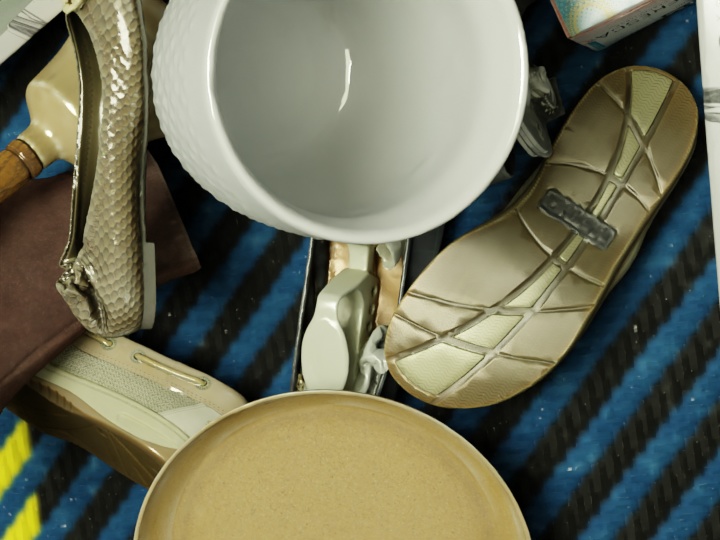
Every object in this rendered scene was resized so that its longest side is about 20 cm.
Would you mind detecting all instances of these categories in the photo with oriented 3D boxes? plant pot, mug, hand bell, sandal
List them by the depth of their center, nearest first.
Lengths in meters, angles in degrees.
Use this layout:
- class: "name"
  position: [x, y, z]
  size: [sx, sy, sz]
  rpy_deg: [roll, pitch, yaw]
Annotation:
- class: "mug"
  position: [-0.009, -0.112, 1.028]
  size: [0.148, 0.175, 0.200]
  rpy_deg: [36, 83, -18]
- class: "sandal"
  position: [0.094, -0.012, 1.097]
  size: [0.080, 0.054, 0.200]
  rpy_deg: [38, 88, 9]
- class: "hand bell"
  position: [-0.172, -0.050, 1.107]
  size: [0.104, 0.104, 0.200]
  rpy_deg: [42, 67, 14]
- class: "plant pot"
  position: [-0.013, 0.145, 1.111]
  size: [0.199, 0.027, 0.201]
  rpy_deg: [2, 112, 4]

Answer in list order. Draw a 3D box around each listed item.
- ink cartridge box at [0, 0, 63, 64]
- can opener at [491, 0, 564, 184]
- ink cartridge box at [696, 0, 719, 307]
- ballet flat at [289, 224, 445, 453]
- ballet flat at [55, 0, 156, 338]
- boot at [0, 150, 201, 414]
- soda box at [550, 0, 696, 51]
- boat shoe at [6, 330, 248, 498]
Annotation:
- class: "ink cartridge box"
  position: [-0.192, -0.196, 1.127]
  size: [0.200, 0.084, 0.146]
  rpy_deg: [-35, 52, 30]
- class: "can opener"
  position: [0.048, -0.139, 1.085]
  size: [0.067, 0.053, 0.200]
  rpy_deg: [-23, 69, 19]
- class: "ink cartridge box"
  position: [0.232, -0.076, 1.005]
  size: [0.146, 0.086, 0.201]
  rpy_deg: [-2, 101, 19]
- class: "ballet flat"
  position: [0.000, 0.000, 1.117]
  size: [0.073, 0.073, 0.201]
  rpy_deg: [11, 94, 19]
- class: "ballet flat"
  position: [-0.125, -0.066, 1.056]
  size: [0.046, 0.067, 0.201]
  rpy_deg: [-4, 102, -13]
- class: "boot"
  position: [-0.159, 0.019, 1.109]
  size: [0.166, 0.072, 0.200]
  rpy_deg: [-19, 46, -5]
- class: "soda box"
  position: [0.094, -0.210, 1.080]
  size: [0.063, 0.068, 0.200]
  rpy_deg: [-25, 82, 17]
- class: "boat shoe"
  position: [-0.147, 0.049, 1.176]
  size: [0.200, 0.072, 0.065]
  rpy_deg: [27, 63, 28]
